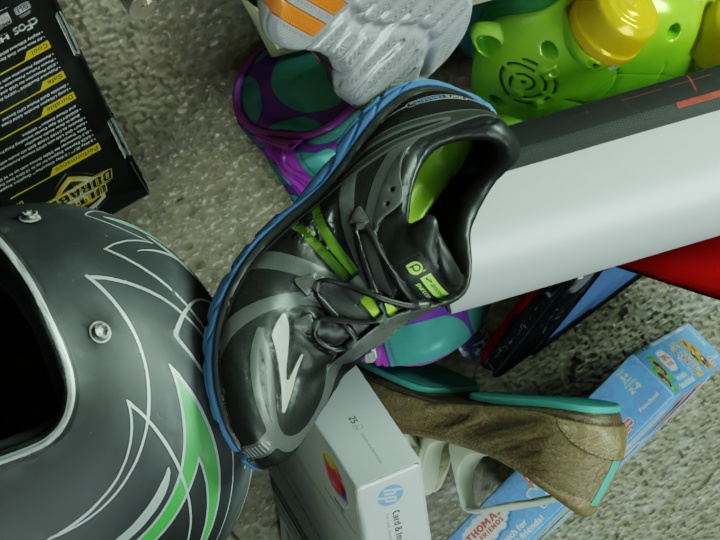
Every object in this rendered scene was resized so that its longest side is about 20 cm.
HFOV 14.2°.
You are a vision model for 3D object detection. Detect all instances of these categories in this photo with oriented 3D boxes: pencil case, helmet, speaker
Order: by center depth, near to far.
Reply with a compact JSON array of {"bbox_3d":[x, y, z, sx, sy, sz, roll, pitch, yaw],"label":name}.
[{"bbox_3d":[-0.142,0.071,1.332,0.191,0.200,0.200,-47,137,-6],"label":"helmet"},{"bbox_3d":[0.126,-0.044,1.383,0.199,0.081,0.081,-16,135,0],"label":"speaker"},{"bbox_3d":[0.004,-0.034,1.460,0.093,0.085,0.200,-59,144,-28],"label":"pencil case"}]

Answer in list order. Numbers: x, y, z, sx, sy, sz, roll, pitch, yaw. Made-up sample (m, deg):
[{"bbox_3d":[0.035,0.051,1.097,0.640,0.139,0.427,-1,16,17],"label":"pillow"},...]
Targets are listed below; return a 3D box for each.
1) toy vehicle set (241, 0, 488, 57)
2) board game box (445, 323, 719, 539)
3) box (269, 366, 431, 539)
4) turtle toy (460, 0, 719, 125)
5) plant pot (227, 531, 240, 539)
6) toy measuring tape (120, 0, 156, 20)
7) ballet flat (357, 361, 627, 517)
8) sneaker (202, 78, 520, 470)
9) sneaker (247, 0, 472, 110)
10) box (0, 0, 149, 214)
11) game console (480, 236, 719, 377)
[{"bbox_3d":[0.029,-0.173,1.339,0.199,0.027,0.124,-14,137,13],"label":"toy vehicle set"},{"bbox_3d":[0.127,0.100,1.611,0.151,0.037,0.200,-46,171,13],"label":"board game box"},{"bbox_3d":[-0.008,0.125,1.545,0.041,0.156,0.201,-23,135,-13],"label":"box"},{"bbox_3d":[0.134,-0.116,1.454,0.199,0.101,0.146,3,149,-35],"label":"turtle toy"},{"bbox_3d":[-0.125,0.183,1.505,0.200,0.184,0.201,-16,134,-17],"label":"plant pot"},{"bbox_3d":[-0.139,-0.184,1.259,0.073,0.074,0.201,-22,135,-12],"label":"toy measuring tape"},{"bbox_3d":[0.055,0.089,1.518,0.068,0.199,0.073,2,98,-50],"label":"ballet flat"},{"bbox_3d":[0.000,0.000,1.291,0.200,0.083,0.071,-55,131,-14],"label":"sneaker"},{"bbox_3d":[-0.021,-0.145,1.297,0.078,0.112,0.200,-42,159,5],"label":"sneaker"},{"bbox_3d":[-0.215,-0.052,1.343,0.199,0.049,0.160,-29,139,-5],"label":"box"},{"bbox_3d":[0.186,0.001,1.502,0.200,0.119,0.173,-32,163,-48],"label":"game console"}]
